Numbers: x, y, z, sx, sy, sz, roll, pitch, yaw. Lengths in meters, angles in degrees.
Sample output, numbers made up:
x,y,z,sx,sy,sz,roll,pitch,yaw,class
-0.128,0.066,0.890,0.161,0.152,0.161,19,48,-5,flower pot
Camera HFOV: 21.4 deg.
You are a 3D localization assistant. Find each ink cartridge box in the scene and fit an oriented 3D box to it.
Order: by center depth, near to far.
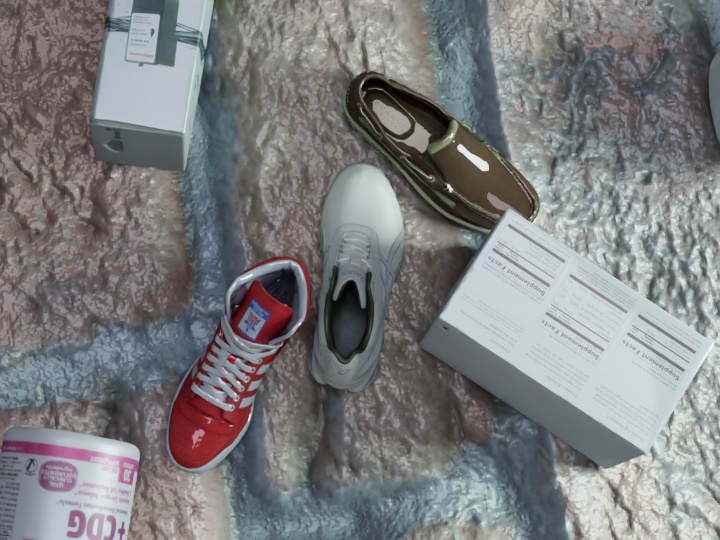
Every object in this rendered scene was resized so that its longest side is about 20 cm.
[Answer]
x,y,z,sx,sy,sz,roll,pitch,yaw,class
-0.172,-0.198,1.616,0.083,0.147,0.201,9,81,-4,ink cartridge box

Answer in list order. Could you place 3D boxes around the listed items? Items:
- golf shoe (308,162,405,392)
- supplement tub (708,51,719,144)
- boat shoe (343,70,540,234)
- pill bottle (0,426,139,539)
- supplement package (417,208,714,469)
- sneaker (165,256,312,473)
x,y,z,sx,sy,sz,roll,pitch,yaw,class
0.000,0.000,1.619,0.078,0.097,0.201,4,78,-2,golf shoe
0.418,-0.154,1.659,0.199,0.132,0.133,-15,82,-6,supplement tub
0.070,-0.100,1.652,0.202,0.075,0.075,34,80,2,boat shoe
-0.249,0.234,1.551,0.113,0.113,0.201,8,80,-3,pill bottle
0.165,0.061,1.590,0.200,0.156,0.111,34,79,2,supplement package
-0.103,0.074,1.590,0.071,0.112,0.201,29,79,2,sneaker
